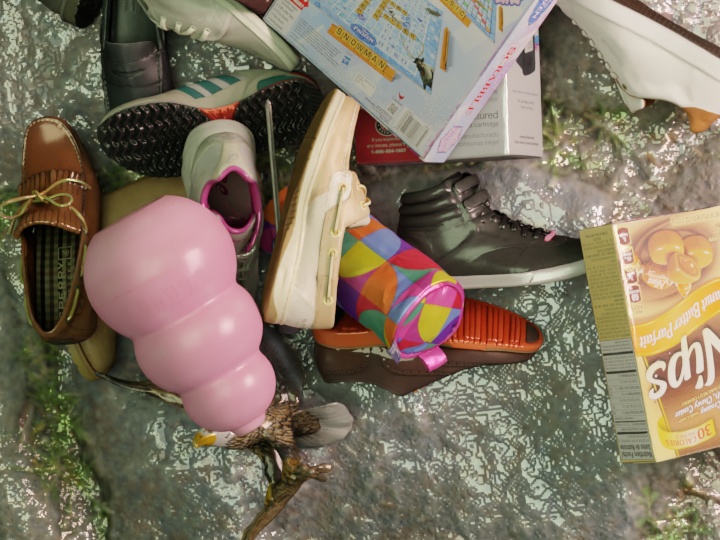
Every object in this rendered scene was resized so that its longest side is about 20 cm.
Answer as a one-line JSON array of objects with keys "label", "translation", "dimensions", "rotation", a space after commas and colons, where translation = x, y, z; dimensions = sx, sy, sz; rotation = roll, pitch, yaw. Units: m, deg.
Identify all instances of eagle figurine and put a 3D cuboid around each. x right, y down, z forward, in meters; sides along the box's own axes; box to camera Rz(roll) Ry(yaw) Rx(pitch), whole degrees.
[{"label": "eagle figurine", "translation": [-0.114, 0.115, 1.668], "dimensions": [0.152, 0.151, 0.200], "rotation": [-39, 78, -1]}]

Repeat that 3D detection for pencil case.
[{"label": "pencil case", "translation": [0.000, 0.000, 1.642], "dimensions": [0.200, 0.088, 0.088], "rotation": [41, 98, 35]}]

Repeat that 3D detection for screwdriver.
[{"label": "screwdriver", "translation": [-0.070, -0.044, 1.629], "dimensions": [0.028, 0.029, 0.200], "rotation": [-6, 96, -8]}]

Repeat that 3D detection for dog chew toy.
[{"label": "dog chew toy", "translation": [-0.137, 0.042, 1.559], "dimensions": [0.125, 0.125, 0.200], "rotation": [-28, 96, 10]}]

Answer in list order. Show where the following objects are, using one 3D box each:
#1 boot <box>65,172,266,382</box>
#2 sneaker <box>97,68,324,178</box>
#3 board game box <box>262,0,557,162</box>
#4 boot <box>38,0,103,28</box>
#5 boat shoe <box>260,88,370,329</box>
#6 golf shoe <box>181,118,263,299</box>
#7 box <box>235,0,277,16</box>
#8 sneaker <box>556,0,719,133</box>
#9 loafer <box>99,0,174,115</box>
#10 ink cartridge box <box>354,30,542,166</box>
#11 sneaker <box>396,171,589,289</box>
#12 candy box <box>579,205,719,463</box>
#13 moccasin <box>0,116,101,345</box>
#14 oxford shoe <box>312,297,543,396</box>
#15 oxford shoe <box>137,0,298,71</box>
[{"label": "boot", "translation": [-0.176, -0.008, 1.719], "dimensions": [0.200, 0.066, 0.175], "rotation": [-15, 89, 9]}, {"label": "sneaker", "translation": [-0.128, -0.134, 1.692], "dimensions": [0.200, 0.093, 0.070], "rotation": [-11, 108, 3]}, {"label": "board game box", "translation": [0.047, -0.227, 1.585], "dimensions": [0.200, 0.041, 0.200], "rotation": [43, 111, 21]}, {"label": "boot", "translation": [-0.305, -0.328, 1.742], "dimensions": [0.200, 0.073, 0.182], "rotation": [28, 94, 15]}, {"label": "boat shoe", "translation": [-0.026, -0.047, 1.586], "dimensions": [0.069, 0.074, 0.200], "rotation": [16, 85, -10]}, {"label": "golf shoe", "translation": [-0.118, -0.024, 1.638], "dimensions": [0.075, 0.092, 0.200], "rotation": [-7, 117, -12]}, {"label": "box", "translation": [-0.087, -0.342, 1.641], "dimensions": [0.164, 0.166, 0.200], "rotation": [38, 97, 10]}, {"label": "sneaker", "translation": [0.222, -0.185, 1.639], "dimensions": [0.200, 0.073, 0.085], "rotation": [35, 113, 16]}, {"label": "loafer", "translation": [-0.203, -0.191, 1.715], "dimensions": [0.068, 0.070, 0.201], "rotation": [2, 91, 17]}, {"label": "ink cartridge box", "translation": [0.071, -0.192, 1.645], "dimensions": [0.146, 0.083, 0.200], "rotation": [-2, 91, 26]}, {"label": "sneaker", "translation": [0.119, -0.038, 1.659], "dimensions": [0.200, 0.071, 0.099], "rotation": [-4, 95, 15]}, {"label": "candy box", "translation": [0.260, 0.053, 1.617], "dimensions": [0.115, 0.055, 0.200], "rotation": [-10, 88, -27]}, {"label": "moccasin", "translation": [-0.269, -0.037, 1.674], "dimensions": [0.074, 0.078, 0.201], "rotation": [-1, 79, 13]}, {"label": "oxford shoe", "translation": [0.059, 0.069, 1.686], "dimensions": [0.200, 0.071, 0.073], "rotation": [3, 120, 7]}, {"label": "oxford shoe", "translation": [-0.143, -0.224, 1.660], "dimensions": [0.200, 0.075, 0.058], "rotation": [33, 87, -8]}]
